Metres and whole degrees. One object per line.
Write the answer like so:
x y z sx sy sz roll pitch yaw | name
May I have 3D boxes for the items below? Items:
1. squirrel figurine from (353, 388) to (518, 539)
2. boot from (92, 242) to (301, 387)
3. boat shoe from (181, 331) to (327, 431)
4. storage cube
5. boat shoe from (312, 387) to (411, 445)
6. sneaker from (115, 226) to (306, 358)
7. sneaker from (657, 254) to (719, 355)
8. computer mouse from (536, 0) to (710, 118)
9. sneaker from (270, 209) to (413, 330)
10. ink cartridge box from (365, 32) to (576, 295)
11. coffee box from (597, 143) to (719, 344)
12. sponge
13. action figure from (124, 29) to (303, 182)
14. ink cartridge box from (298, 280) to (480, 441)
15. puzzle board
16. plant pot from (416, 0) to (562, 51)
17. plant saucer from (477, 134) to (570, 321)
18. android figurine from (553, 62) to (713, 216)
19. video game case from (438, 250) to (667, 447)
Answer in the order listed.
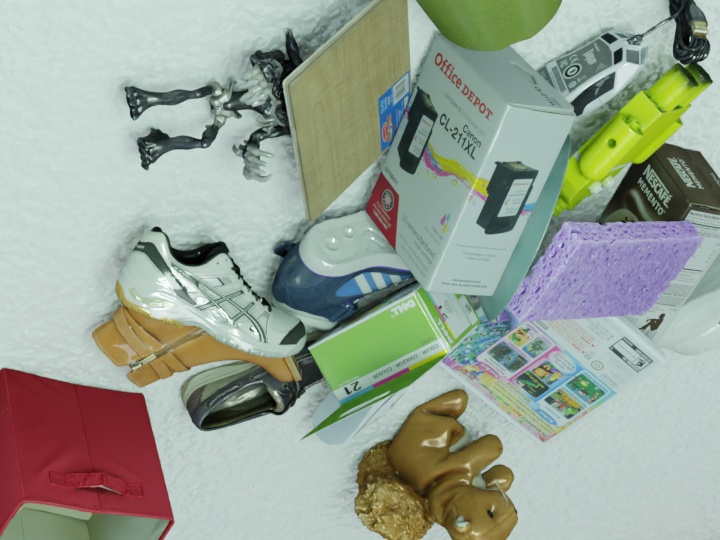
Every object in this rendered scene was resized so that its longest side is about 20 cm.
0.091 0.272 1.614 0.199 0.187 0.142 -19 137 -5 | squirrel figurine
-0.164 0.081 1.393 0.155 0.077 0.200 -37 130 4 | boot
-0.095 0.127 1.483 0.199 0.065 0.072 -17 135 -9 | boat shoe
-0.320 0.236 1.410 0.170 0.180 0.200 14 126 -33 | storage cube
0.025 0.116 1.532 0.200 0.074 0.065 -42 167 9 | boat shoe
-0.130 0.020 1.300 0.199 0.076 0.088 21 96 -27 | sneaker
0.422 0.028 1.612 0.115 0.074 0.200 17 133 -37 | sneaker
0.242 -0.196 1.305 0.199 0.110 0.044 -28 130 17 | computer mouse
0.000 0.000 1.409 0.199 0.081 0.147 -10 154 -31 | sneaker
0.098 -0.100 1.271 0.082 0.146 0.201 4 122 -31 | ink cartridge box
0.317 -0.026 1.479 0.079 0.113 0.201 7 127 -26 | coffee box
0.246 0.000 1.342 0.199 0.030 0.112 -2 135 -41 | sponge
-0.102 -0.139 1.202 0.199 0.102 0.119 -13 124 -9 | action figure
0.017 0.081 1.373 0.147 0.076 0.200 -28 -177 28 | ink cartridge box
-0.009 -0.151 1.220 0.151 0.017 0.200 -46 156 -22 | puzzle board
0.092 -0.282 1.106 0.199 0.201 0.190 -28 150 4 | plant pot
0.150 -0.050 1.349 0.038 0.201 0.202 22 125 -4 | plant saucer
0.264 -0.128 1.357 0.200 0.041 0.182 -46 168 25 | android figurine
0.201 0.090 1.473 0.200 0.024 0.182 39 118 -24 | video game case
